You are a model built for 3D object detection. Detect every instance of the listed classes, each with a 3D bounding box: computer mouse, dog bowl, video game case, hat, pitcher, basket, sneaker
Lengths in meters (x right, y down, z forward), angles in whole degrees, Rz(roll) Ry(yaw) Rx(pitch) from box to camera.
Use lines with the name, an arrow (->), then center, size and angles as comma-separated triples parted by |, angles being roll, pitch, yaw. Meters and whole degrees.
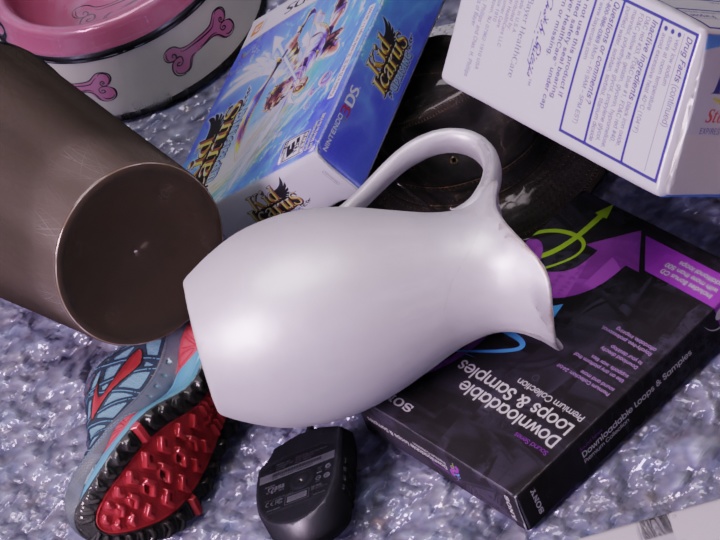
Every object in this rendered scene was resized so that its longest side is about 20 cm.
computer mouse -> -0.024, 0.095, 1.683 | 0.058, 0.034, 0.200 | -21, 34, 22
dog bowl -> -0.171, -0.196, 2.019 | 0.199, 0.074, 0.201 | -13, 41, 12
video game case -> -0.036, -0.108, 1.816 | 0.181, 0.045, 0.200 | -27, 32, 48
hat -> 0.061, -0.100, 1.807 | 0.200, 0.081, 0.201 | -12, 41, 11
pitcher -> 0.000, 0.000, 1.651 | 0.199, 0.122, 0.172 | -16, 45, 0
basket -> -0.178, -0.036, 1.746 | 0.136, 0.181, 0.200 | -34, 32, -18
sneaker -> -0.128, 0.092, 1.707 | 0.095, 0.080, 0.200 | -3, 36, 35

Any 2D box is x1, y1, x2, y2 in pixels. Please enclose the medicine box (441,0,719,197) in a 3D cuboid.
medicine box -> 0.184, -0.124, 1.694 | 0.182, 0.103, 0.200 | -1, 24, -41

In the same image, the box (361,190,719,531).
box -> 0.114, 0.048, 1.661 | 0.200, 0.036, 0.143 | -43, 44, -19

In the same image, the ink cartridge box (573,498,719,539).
ink cartridge box -> 0.181, 0.195, 1.437 | 0.199, 0.085, 0.146 | -16, 41, 8

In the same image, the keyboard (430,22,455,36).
keyboard -> 0.079, -0.160, 1.898 | 0.199, 0.011, 0.056 | -12, 13, 13
